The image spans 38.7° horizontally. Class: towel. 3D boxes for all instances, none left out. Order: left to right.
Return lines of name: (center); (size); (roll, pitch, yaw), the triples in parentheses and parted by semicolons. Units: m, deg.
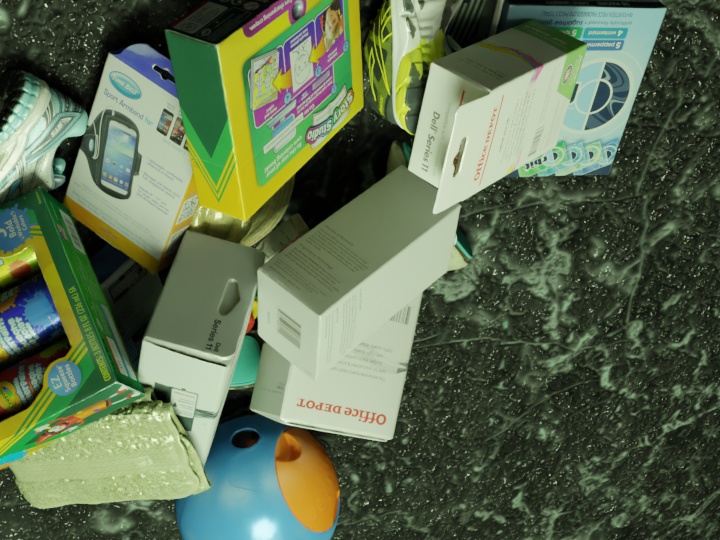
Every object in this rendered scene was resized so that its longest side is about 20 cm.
towel: (-0.251, 0.172, 0.967); (0.200, 0.037, 0.148); (-5, 133, 13)

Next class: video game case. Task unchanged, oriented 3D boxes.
video game case: (-0.275, 0.093, 1.054); (0.200, 0.045, 0.181); (-48, 144, -33)

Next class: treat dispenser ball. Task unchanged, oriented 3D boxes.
treat dispenser ball: (-0.125, 0.276, 1.243); (0.201, 0.201, 0.201); (-10, 133, -11)

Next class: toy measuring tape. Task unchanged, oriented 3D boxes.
toy measuring tape: (-0.118, 0.015, 1.101); (0.200, 0.074, 0.074); (-41, 131, 18)

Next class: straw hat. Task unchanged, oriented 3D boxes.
straw hat: (-0.147, -0.061, 1.013); (0.201, 0.085, 0.201); (-11, 133, -12)

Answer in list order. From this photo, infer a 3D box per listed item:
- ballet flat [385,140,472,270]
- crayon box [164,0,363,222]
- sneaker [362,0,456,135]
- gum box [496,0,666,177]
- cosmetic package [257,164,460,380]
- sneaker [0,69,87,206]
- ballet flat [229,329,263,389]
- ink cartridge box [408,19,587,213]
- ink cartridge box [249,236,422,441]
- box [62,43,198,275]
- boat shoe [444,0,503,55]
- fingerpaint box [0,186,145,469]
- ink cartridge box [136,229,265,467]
ballet flat: (0.061, -0.057, 1.110); (0.062, 0.067, 0.200); (-23, 134, 14)
crayon box: (-0.073, -0.170, 0.883); (0.200, 0.058, 0.173); (-49, 150, -38)
sneaker: (0.035, -0.226, 0.933); (0.074, 0.085, 0.200); (-10, 111, -39)
gum box: (0.201, -0.189, 1.055); (0.170, 0.045, 0.200); (-4, 130, -16)
cosmetic package: (0.000, 0.000, 0.991); (0.200, 0.085, 0.108); (-38, 152, -32)
sneaker: (-0.319, -0.083, 0.939); (0.086, 0.078, 0.200); (21, 121, -37)
ballet flat: (-0.110, 0.094, 1.177); (0.200, 0.075, 0.068); (-11, 92, -12)
ink cartridge box: (0.112, -0.142, 0.925); (0.200, 0.067, 0.117); (-31, 144, -41)
ink cartridge box: (-0.024, 0.071, 1.105); (0.146, 0.083, 0.200); (16, 83, -31)
box: (-0.195, -0.108, 0.939); (0.119, 0.041, 0.200); (35, 121, 10)
boat shoe: (0.089, -0.218, 0.972); (0.074, 0.067, 0.200); (-3, 131, -17)
fingerpaint box: (-0.309, 0.054, 0.900); (0.167, 0.200, 0.073); (-26, 162, 1)
ink cartridge box: (-0.161, 0.081, 0.992); (0.083, 0.147, 0.200); (17, 137, -5)
